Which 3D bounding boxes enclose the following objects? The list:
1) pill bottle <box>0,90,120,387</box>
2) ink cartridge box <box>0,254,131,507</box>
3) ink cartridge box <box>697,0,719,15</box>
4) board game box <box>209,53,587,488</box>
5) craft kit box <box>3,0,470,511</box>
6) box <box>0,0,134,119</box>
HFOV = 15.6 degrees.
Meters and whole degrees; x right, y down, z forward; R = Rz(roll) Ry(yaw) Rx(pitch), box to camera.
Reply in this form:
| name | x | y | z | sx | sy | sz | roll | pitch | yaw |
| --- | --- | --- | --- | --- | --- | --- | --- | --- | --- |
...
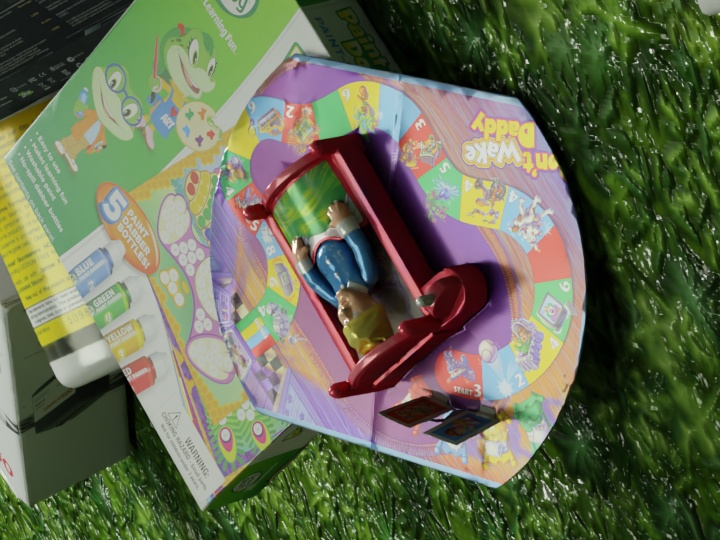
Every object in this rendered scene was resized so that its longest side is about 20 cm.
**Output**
| name | x | y | z | sx | sy | sz | roll | pitch | yaw |
| --- | --- | --- | --- | --- | --- | --- | --- | --- | --- |
| pill bottle | -0.146 | -0.050 | 1.379 | 0.201 | 0.112 | 0.112 | 66 | 158 | -1 |
| ink cartridge box | -0.216 | 0.026 | 1.656 | 0.145 | 0.083 | 0.201 | 50 | 154 | 33 |
| ink cartridge box | 0.138 | -0.155 | 0.648 | 0.146 | 0.087 | 0.200 | 68 | 160 | -7 |
| board game box | 0.000 | 0.000 | 1.064 | 0.199 | 0.039 | 0.159 | 15 | 107 | 37 |
| craft kit box | -0.051 | -0.030 | 1.157 | 0.197 | 0.048 | 0.201 | -44 | 69 | 33 |
| box | -0.196 | -0.139 | 1.238 | 0.199 | 0.157 | 0.051 | -24 | 52 | 32 |
